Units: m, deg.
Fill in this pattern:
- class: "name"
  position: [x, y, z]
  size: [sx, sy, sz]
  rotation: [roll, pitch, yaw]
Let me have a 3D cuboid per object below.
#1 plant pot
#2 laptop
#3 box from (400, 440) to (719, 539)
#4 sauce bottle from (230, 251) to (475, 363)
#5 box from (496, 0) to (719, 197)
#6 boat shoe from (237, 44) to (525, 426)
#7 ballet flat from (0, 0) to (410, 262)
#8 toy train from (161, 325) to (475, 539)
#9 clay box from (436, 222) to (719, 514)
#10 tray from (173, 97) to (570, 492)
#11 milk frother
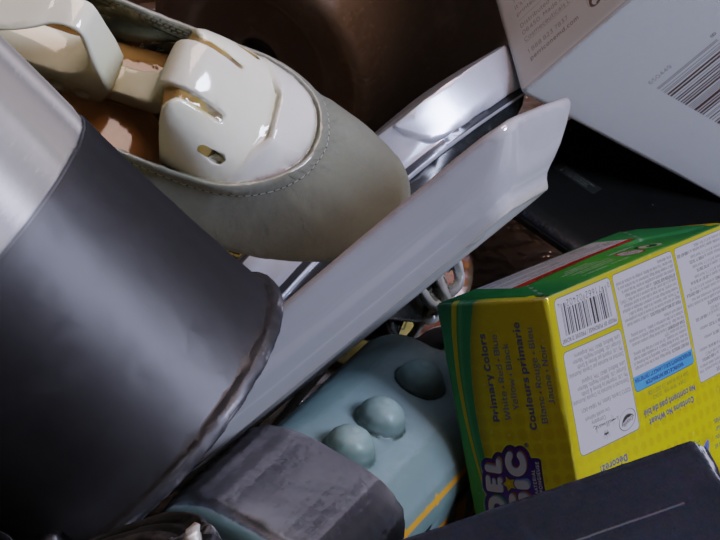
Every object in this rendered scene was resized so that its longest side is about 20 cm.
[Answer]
- class: "plant pot"
  position: [0.000, -0.142, 1.054]
  size: [0.200, 0.200, 0.175]
  rotation: [29, 49, 15]
- class: "laptop"
  position: [0.157, 0.022, 0.952]
  size: [0.187, 0.116, 0.200]
  rotation: [36, 39, 24]
- class: "box"
  position: [0.036, 0.172, 0.555]
  size: [0.200, 0.124, 0.197]
  rotation: [-17, 43, -10]
- class: "sauce bottle"
  position: [-0.056, -0.011, 0.912]
  size: [0.200, 0.066, 0.066]
  rotation: [17, 31, -5]
- class: "box"
  position: [0.117, -0.147, 0.914]
  size: [0.124, 0.097, 0.200]
  rotation: [23, 40, -37]
- class: "boat shoe"
  position: [0.001, 0.000, 0.847]
  size: [0.068, 0.074, 0.199]
  rotation: [47, 68, -3]
- class: "ballet flat"
  position: [-0.076, -0.059, 0.748]
  size: [0.200, 0.064, 0.068]
  rotation: [21, 65, 0]
- class: "toy train"
  position: [-0.009, 0.088, 0.732]
  size: [0.085, 0.114, 0.200]
  rotation: [30, 32, 15]
- class: "clay box"
  position: [0.090, 0.094, 0.753]
  size: [0.048, 0.201, 0.115]
  rotation: [-3, 10, 38]
- class: "tray"
  position: [-0.014, 0.019, 0.716]
  size: [0.022, 0.200, 0.107]
  rotation: [51, 16, 4]
- class: "milk frother"
  position: [-0.123, 0.007, 0.586]
  size: [0.188, 0.200, 0.181]
  rotation: [44, 70, -20]
